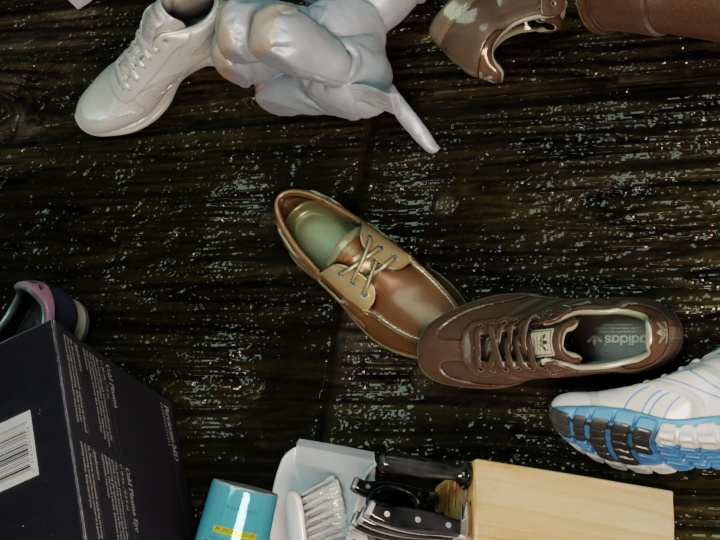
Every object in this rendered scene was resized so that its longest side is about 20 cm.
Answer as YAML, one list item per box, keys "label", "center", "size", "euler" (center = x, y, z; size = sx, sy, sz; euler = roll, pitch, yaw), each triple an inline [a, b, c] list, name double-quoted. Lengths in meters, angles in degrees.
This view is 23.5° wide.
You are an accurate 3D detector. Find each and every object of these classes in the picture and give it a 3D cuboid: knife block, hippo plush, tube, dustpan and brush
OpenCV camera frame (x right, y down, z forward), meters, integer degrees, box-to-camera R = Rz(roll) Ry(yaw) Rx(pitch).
- label: "knife block"
  center: [0.096, 0.167, 1.170]
  size: [0.199, 0.176, 0.064]
  euler: [-9, 63, 23]
- label: "hippo plush"
  center: [-0.019, -0.218, 1.433]
  size: [0.200, 0.159, 0.161]
  euler: [15, 74, 33]
- label: "tube"
  center: [-0.109, 0.257, 1.284]
  size: [0.077, 0.050, 0.201]
  euler: [13, 86, 2]
- label: "dustpan and brush"
  center: [-0.038, 0.230, 1.267]
  size: [0.139, 0.057, 0.201]
  euler: [-1, 92, 62]

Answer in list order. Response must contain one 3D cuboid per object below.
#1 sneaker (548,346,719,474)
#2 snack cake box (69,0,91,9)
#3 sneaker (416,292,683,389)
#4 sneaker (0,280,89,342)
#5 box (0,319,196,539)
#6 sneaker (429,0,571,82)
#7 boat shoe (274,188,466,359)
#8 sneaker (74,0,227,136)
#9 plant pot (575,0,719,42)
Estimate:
- label: "sneaker"
  center: [0.233, 0.093, 1.209]
  size: [0.199, 0.075, 0.087]
  euler: [3, 60, 20]
- label: "snack cake box"
  center: [-0.279, -0.368, 1.699]
  size: [0.115, 0.067, 0.200]
  euler: [-34, 55, 8]
- label: "sneaker"
  center: [0.131, 0.046, 1.254]
  size: [0.199, 0.076, 0.071]
  euler: [-7, 83, 16]
- label: "sneaker"
  center: [-0.309, 0.100, 1.472]
  size: [0.070, 0.082, 0.200]
  euler: [14, 73, 32]
- label: "box"
  center: [-0.216, 0.172, 1.326]
  size: [0.104, 0.182, 0.200]
  euler: [-25, 56, 15]
- label: "sneaker"
  center: [0.150, -0.236, 1.415]
  size: [0.200, 0.070, 0.076]
  euler: [-43, 82, -2]
- label: "boat shoe"
  center: [0.000, 0.000, 1.364]
  size: [0.200, 0.074, 0.076]
  euler: [35, 85, 33]
- label: "sneaker"
  center: [-0.184, -0.199, 1.546]
  size: [0.200, 0.100, 0.075]
  euler: [-35, 57, 10]
- label: "plant pot"
  center: [0.289, -0.248, 1.277]
  size: [0.198, 0.200, 0.201]
  euler: [20, 76, 26]
